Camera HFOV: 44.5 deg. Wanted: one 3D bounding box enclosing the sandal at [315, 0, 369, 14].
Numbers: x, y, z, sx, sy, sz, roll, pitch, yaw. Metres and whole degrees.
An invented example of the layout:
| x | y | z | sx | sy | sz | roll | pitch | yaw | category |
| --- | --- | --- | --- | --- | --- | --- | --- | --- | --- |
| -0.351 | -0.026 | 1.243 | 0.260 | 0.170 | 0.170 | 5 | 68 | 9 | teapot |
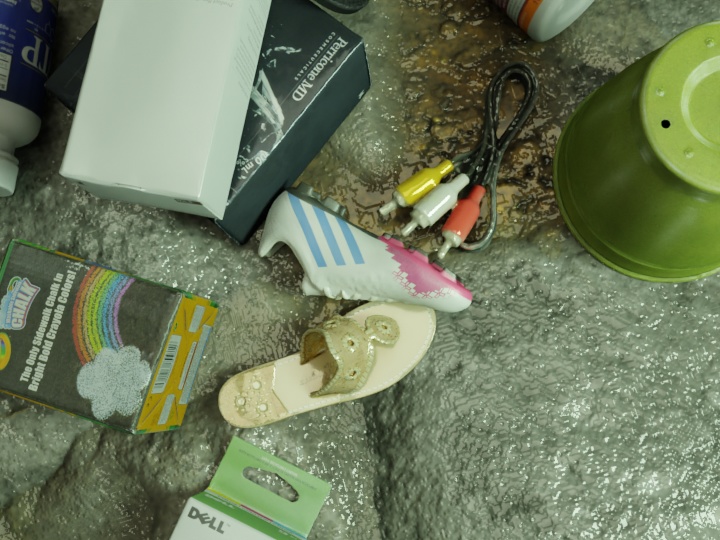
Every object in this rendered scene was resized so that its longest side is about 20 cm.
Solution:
| x | y | z | sx | sy | sz | roll | pitch | yaw | category |
| --- | --- | --- | --- | --- | --- | --- | --- | --- | --- |
| -0.021 | -0.269 | 0.779 | 0.045 | 0.200 | 0.075 | -25 | 112 | 28 | sandal |

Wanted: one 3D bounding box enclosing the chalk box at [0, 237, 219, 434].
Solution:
| x | y | z | sx | sy | sz | roll | pitch | yaw | category |
| --- | --- | --- | --- | --- | --- | --- | --- | --- | --- |
| -0.246 | 0.052 | 0.763 | 0.200 | 0.124 | 0.125 | 18 | 84 | 8 | chalk box |

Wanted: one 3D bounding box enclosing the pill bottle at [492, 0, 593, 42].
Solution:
| x | y | z | sx | sy | sz | roll | pitch | yaw | category |
| --- | --- | --- | --- | --- | --- | --- | --- | --- | --- |
| 0.130 | -0.314 | 0.789 | 0.114 | 0.114 | 0.200 | -43 | 81 | -2 | pill bottle |

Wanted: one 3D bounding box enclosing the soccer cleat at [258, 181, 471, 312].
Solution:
| x | y | z | sx | sy | sz | roll | pitch | yaw | category |
| --- | --- | --- | --- | --- | --- | --- | --- | --- | --- |
| 0.000 | 0.000 | 0.782 | 0.200 | 0.070 | 0.086 | 30 | 92 | 14 | soccer cleat |

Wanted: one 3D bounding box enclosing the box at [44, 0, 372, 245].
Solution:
| x | y | z | sx | sy | sz | roll | pitch | yaw | category |
| --- | --- | --- | --- | --- | --- | --- | --- | --- | --- |
| -0.128 | -0.165 | 0.786 | 0.197 | 0.124 | 0.200 | 37 | 86 | 7 | box |

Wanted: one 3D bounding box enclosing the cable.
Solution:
| x | y | z | sx | sy | sz | roll | pitch | yaw | category |
| --- | --- | --- | --- | --- | --- | --- | --- | --- | --- |
| 0.111 | -0.097 | 0.791 | 0.097 | 0.050 | 0.200 | 38 | 87 | 5 | cable |

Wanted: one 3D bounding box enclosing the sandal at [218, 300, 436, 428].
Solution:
| x | y | z | sx | sy | sz | roll | pitch | yaw | category |
| --- | --- | --- | --- | --- | --- | --- | --- | --- | --- |
| -0.029 | 0.082 | 0.765 | 0.212 | 0.070 | 0.078 | -25 | 80 | 0 | sandal |

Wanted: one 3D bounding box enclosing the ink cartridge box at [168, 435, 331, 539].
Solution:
| x | y | z | sx | sy | sz | roll | pitch | yaw | category |
| --- | --- | --- | --- | --- | --- | --- | --- | --- | --- |
| -0.114 | 0.255 | 0.751 | 0.104 | 0.059 | 0.200 | 25 | 84 | 8 | ink cartridge box |

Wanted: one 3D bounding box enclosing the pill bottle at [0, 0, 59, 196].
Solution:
| x | y | z | sx | sy | sz | roll | pitch | yaw | category |
| --- | --- | --- | --- | --- | --- | --- | --- | --- | --- |
| -0.350 | -0.175 | 0.806 | 0.120 | 0.120 | 0.200 | 5 | 82 | 5 | pill bottle |

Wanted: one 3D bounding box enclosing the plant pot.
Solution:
| x | y | z | sx | sy | sz | roll | pitch | yaw | category |
| --- | --- | --- | --- | --- | --- | --- | --- | --- | --- |
| 0.268 | -0.101 | 0.706 | 0.200 | 0.193 | 0.201 | -1 | 82 | 5 | plant pot |

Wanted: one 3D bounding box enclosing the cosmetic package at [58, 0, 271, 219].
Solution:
| x | y | z | sx | sy | sz | roll | pitch | yaw | category |
| --- | --- | --- | --- | --- | --- | --- | --- | --- | --- |
| -0.146 | -0.149 | 0.684 | 0.113 | 0.081 | 0.200 | 12 | 85 | 7 | cosmetic package |
